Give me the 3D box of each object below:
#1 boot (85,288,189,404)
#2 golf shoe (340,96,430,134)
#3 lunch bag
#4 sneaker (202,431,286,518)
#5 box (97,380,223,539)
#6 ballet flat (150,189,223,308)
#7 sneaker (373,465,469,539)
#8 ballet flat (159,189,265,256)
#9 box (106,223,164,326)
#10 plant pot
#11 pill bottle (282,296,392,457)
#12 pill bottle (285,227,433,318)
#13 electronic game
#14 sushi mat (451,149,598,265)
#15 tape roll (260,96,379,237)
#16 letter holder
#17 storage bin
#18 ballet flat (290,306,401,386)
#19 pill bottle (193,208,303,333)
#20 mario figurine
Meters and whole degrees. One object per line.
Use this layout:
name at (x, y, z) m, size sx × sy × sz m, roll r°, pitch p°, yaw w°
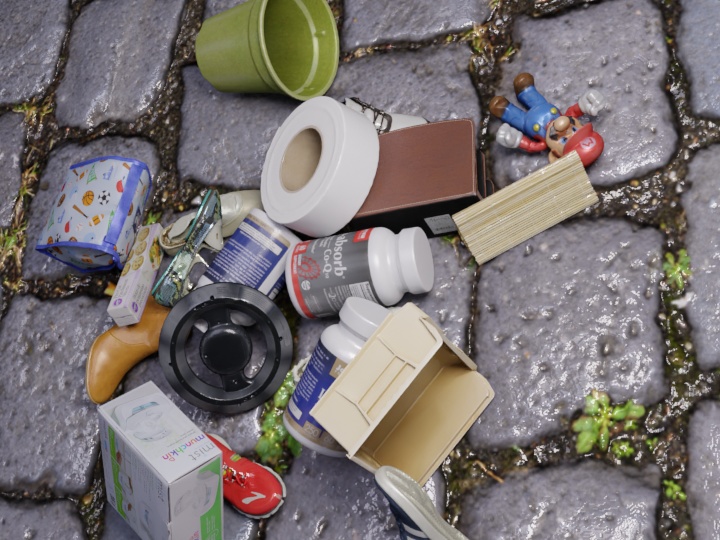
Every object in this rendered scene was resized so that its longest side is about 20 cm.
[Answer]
boot at (-0.347, 0.119, 1.733) m, size 0.143 × 0.071 × 0.202 m, roll 2°, pitch 64°, yaw 26°
golf shoe at (0.013, -0.224, 1.709) m, size 0.199 × 0.095 × 0.078 m, roll 2°, pitch 66°, yaw 24°
lunch bag at (-0.427, -0.092, 1.809) m, size 0.199 × 0.123 × 0.171 m, roll -9°, pitch 60°, yaw 53°
sneaker at (-0.197, 0.292, 1.576) m, size 0.199 × 0.085 × 0.077 m, roll 24°, pitch 80°, yaw 31°
box at (-0.281, 0.293, 1.539) m, size 0.096 × 0.201 × 0.176 m, roll -28°, pitch 49°, yaw -35°
ballet flat at (-0.253, -0.028, 1.714) m, size 0.074 × 0.074 × 0.201 m, roll 28°, pitch 89°, yaw 32°
sneaker at (0.069, 0.340, 1.391) m, size 0.084 × 0.075 × 0.200 m, roll -38°, pitch 99°, yaw 15°
ballet flat at (-0.242, -0.083, 1.778) m, size 0.199 × 0.069 × 0.070 m, roll -28°, pitch 59°, yaw 11°
box at (-0.357, 0.004, 1.764) m, size 0.041 × 0.039 × 0.201 m, roll -12°, pitch 40°, yaw 21°
plant pot at (-0.167, -0.371, 1.817) m, size 0.183 × 0.200 × 0.202 m, roll -3°, pitch 66°, yaw 36°
pill bottle at (-0.019, 0.146, 1.507) m, size 0.115 × 0.115 × 0.201 m, roll 35°, pitch 107°, yaw 32°
pill bottle at (0.000, 0.000, 1.600) m, size 0.199 × 0.116 × 0.117 m, roll -11°, pitch 63°, yaw 20°
electronic game at (-0.199, 0.116, 1.619) m, size 0.200 × 0.200 × 0.042 m, roll -39°, pitch 13°, yaw 4°
sushi mat at (0.233, -0.086, 1.548) m, size 0.199 × 0.096 × 0.012 m, roll -28°, pitch 35°, yaw 11°
tape roll at (-0.063, -0.154, 1.627) m, size 0.202 × 0.071 × 0.204 m, roll -26°, pitch 54°, yaw 43°
letter holder at (0.090, -0.133, 1.629) m, size 0.199 × 0.101 × 0.143 m, roll -10°, pitch 62°, yaw 20°
storage bin at (0.063, 0.173, 1.442) m, size 0.199 × 0.200 × 0.094 m, roll -50°, pitch 53°, yaw -3°
ballet flat at (-0.016, 0.115, 1.585) m, size 0.199 × 0.072 × 0.072 m, roll -36°, pitch 58°, yaw 6°
pill bottle at (-0.180, 0.014, 1.679) m, size 0.111 × 0.111 × 0.200 m, roll 33°, pitch 83°, yaw 32°
mario figurine at (0.272, -0.220, 1.577) m, size 0.200 × 0.105 × 0.124 m, roll 45°, pitch 124°, yaw 40°
